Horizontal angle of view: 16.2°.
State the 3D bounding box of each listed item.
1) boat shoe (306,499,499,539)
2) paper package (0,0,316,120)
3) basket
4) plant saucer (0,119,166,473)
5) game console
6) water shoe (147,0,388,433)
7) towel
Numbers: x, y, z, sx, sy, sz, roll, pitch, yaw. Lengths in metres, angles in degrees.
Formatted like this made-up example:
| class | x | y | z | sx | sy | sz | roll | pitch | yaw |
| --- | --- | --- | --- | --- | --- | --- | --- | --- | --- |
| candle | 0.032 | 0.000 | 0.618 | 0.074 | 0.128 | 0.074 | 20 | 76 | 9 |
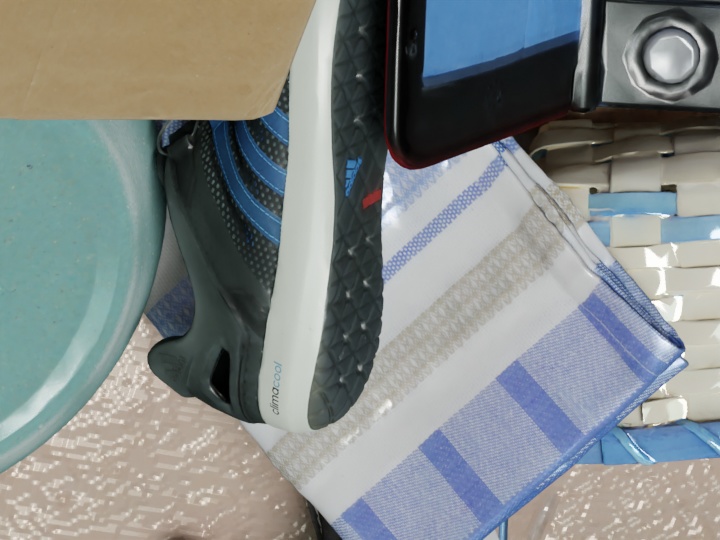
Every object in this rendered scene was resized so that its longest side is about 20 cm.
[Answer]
| class | x | y | z | sx | sy | sz | roll | pitch | yaw |
| --- | --- | --- | --- | --- | --- | --- | --- | --- | --- |
| boat shoe | 0.017 | 0.132 | 0.943 | 0.066 | 0.070 | 0.200 | -23 | 86 | -37 |
| paper package | -0.090 | -0.144 | 0.704 | 0.190 | 0.104 | 0.200 | -1 | 134 | -26 |
| basket | 0.134 | 0.044 | 0.933 | 0.176 | 0.139 | 0.201 | -2 | 104 | 9 |
| plant saucer | -0.147 | -0.002 | 0.824 | 0.199 | 0.036 | 0.201 | -13 | 118 | -26 |
| game console | 0.100 | -0.136 | 0.810 | 0.172 | 0.119 | 0.201 | 4 | 110 | 5 |
| water shoe | -0.033 | -0.046 | 0.834 | 0.079 | 0.071 | 0.201 | 10 | 102 | 22 |
| towel | 0.000 | 0.000 | 0.880 | 0.147 | 0.024 | 0.200 | -43 | 83 | 17 |
